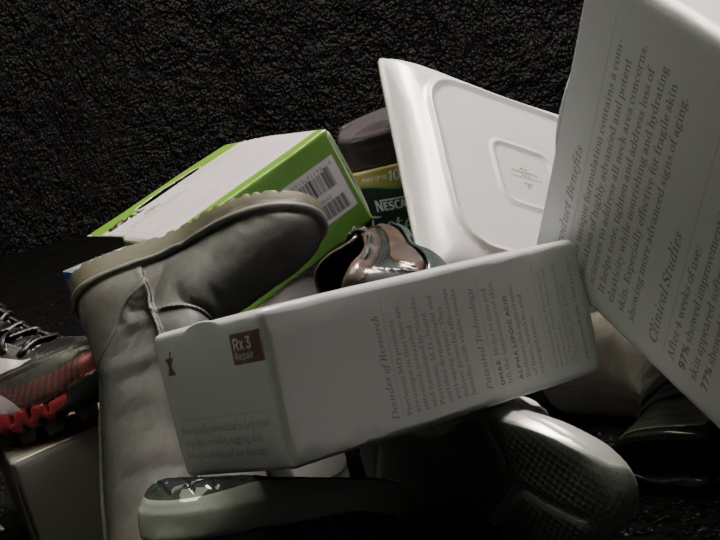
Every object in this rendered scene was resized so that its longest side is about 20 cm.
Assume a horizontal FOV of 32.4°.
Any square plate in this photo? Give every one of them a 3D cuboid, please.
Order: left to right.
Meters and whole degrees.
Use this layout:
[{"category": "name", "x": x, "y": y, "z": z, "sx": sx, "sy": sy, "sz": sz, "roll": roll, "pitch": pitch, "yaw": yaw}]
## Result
[{"category": "square plate", "x": 0.113, "y": -0.058, "z": 0.878, "sx": 0.197, "sy": 0.200, "sz": 0.028, "roll": 14, "pitch": -42, "yaw": -30}]

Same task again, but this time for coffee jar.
[{"category": "coffee jar", "x": 0.053, "y": -0.030, "z": 0.958, "sx": 0.103, "sy": 0.203, "sz": 0.085, "roll": -10, "pitch": 11, "yaw": 39}]

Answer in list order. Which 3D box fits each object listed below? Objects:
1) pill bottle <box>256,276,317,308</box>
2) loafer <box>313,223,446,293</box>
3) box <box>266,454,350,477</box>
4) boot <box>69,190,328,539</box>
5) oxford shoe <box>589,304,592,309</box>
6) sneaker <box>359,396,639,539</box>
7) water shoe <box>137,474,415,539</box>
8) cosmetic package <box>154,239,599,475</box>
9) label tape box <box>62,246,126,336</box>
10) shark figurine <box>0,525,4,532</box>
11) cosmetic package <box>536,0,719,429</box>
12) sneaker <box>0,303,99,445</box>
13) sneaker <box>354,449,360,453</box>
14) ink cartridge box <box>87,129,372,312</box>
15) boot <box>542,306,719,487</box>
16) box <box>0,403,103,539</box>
[{"category": "pill bottle", "x": -0.087, "y": 0.063, "z": 0.951, "sx": 0.110, "sy": 0.113, "sz": 0.199, "roll": -24, "pitch": 12, "yaw": -35}, {"category": "loafer", "x": 0.000, "y": 0.000, "z": 0.786, "sx": 0.062, "sy": 0.073, "sz": 0.200, "roll": 16, "pitch": 0, "yaw": -14}, {"category": "box", "x": -0.071, "y": 0.124, "z": 0.806, "sx": 0.041, "sy": 0.039, "sz": 0.199, "roll": -19, "pitch": 10, "yaw": -28}, {"category": "boot", "x": -0.078, "y": 0.066, "z": 0.710, "sx": 0.180, "sy": 0.073, "sz": 0.202, "roll": -24, "pitch": 53, "yaw": 2}, {"category": "oxford shoe", "x": 0.177, "y": 0.029, "z": 0.793, "sx": 0.197, "sy": 0.075, "sz": 0.071, "roll": -15, "pitch": 8, "yaw": -7}, {"category": "sneaker", "x": 0.078, "y": 0.093, "z": 0.642, "sx": 0.079, "sy": 0.072, "sz": 0.199, "roll": -19, "pitch": 9, "yaw": -30}, {"category": "water shoe", "x": -0.038, "y": 0.139, "z": 0.592, "sx": 0.071, "sy": 0.080, "sz": 0.199, "roll": -6, "pitch": -12, "yaw": 31}, {"category": "cosmetic package", "x": 0.013, "y": 0.040, "z": 0.603, "sx": 0.198, "sy": 0.075, "sz": 0.101, "roll": -14, "pitch": -1, "yaw": -36}, {"category": "label tape box", "x": -0.148, "y": 0.035, "z": 1.106, "sx": 0.198, "sy": 0.146, "sz": 0.066, "roll": -24, "pitch": 13, "yaw": -36}, {"category": "shark figurine", "x": -0.290, "y": 0.200, "z": 0.678, "sx": 0.126, "sy": 0.091, "sz": 0.215, "roll": 17, "pitch": 21, "yaw": -1}, {"category": "cosmetic package", "x": 0.212, "y": -0.041, "z": 0.585, "sx": 0.164, "sy": 0.169, "sz": 0.200, "roll": -12, "pitch": 39, "yaw": -25}, {"category": "sneaker", "x": -0.236, "y": 0.060, "z": 0.805, "sx": 0.198, "sy": 0.099, "sz": 0.071, "roll": -11, "pitch": 11, "yaw": 31}, {"category": "sneaker", "x": 0.052, "y": 0.057, "z": 0.824, "sx": 0.077, "sy": 0.088, "sz": 0.199, "roll": -10, "pitch": 12, "yaw": 38}, {"category": "ink cartridge box", "x": -0.104, "y": -0.034, "z": 0.934, "sx": 0.147, "sy": 0.076, "sz": 0.199, "roll": -37, "pitch": 18, "yaw": -21}, {"category": "boot", "x": 0.162, "y": 0.067, "z": 0.669, "sx": 0.198, "sy": 0.069, "sz": 0.130, "roll": -11, "pitch": 17, "yaw": 39}, {"category": "box", "x": -0.198, "y": 0.133, "z": 0.858, "sx": 0.094, "sy": 0.079, "sz": 0.199, "roll": -21, "pitch": 10, "yaw": -21}]
